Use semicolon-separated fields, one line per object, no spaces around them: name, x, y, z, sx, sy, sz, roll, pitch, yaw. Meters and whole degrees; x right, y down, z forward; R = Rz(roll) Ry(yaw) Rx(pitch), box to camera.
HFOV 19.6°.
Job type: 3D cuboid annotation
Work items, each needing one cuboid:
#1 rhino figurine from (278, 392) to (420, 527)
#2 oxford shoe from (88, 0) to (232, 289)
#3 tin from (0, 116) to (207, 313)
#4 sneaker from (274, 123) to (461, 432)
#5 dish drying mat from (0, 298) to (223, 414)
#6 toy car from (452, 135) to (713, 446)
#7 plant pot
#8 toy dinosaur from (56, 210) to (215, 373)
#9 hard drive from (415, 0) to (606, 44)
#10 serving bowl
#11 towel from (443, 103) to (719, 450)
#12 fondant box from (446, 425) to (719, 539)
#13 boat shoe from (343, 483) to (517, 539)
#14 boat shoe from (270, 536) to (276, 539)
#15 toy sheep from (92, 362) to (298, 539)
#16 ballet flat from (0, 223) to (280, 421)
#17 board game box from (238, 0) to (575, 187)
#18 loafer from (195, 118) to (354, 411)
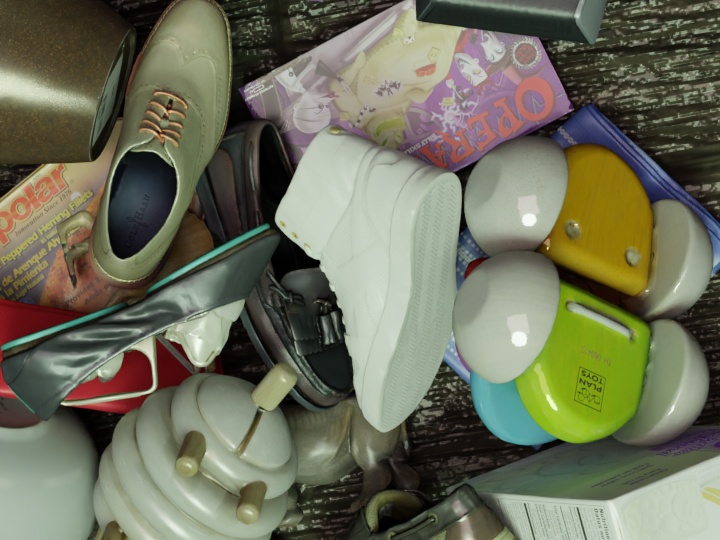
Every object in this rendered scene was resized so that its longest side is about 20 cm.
rhino figurine;-0.058;0.130;1.428;0.198;0.060;0.088;-6;75;8
oxford shoe;-0.123;-0.087;1.346;0.070;0.074;0.202;14;81;-7
tin;-0.192;-0.024;1.441;0.199;0.042;0.112;-37;95;9
sneaker;0.000;0.000;1.349;0.115;0.073;0.201;28;129;29
dish drying mat;-0.186;0.058;1.394;0.198;0.077;0.018;11;141;-22
toy car;0.123;0.024;1.327;0.174;0.150;0.202;24;57;-27
plant pot;-0.255;-0.145;1.363;0.198;0.187;0.188;19;99;1
toy dinosaur;-0.151;-0.021;1.401;0.100;0.058;0.202;-14;85;-9
hard drive;0.108;-0.256;1.357;0.134;0.042;0.202;8;86;6
serving bowl;-0.258;0.107;1.377;0.199;0.200;0.066;26;112;3
towel;0.138;0.005;1.410;0.145;0.024;0.200;44;100;1
fondant box;0.166;0.144;1.312;0.143;0.200;0.059;-18;96;-26
boat shoe;0.027;0.172;1.347;0.199;0.073;0.065;-19;95;51
boat shoe;-0.068;0.229;1.436;0.199;0.074;0.067;30;112;9
toy sheep;-0.104;0.134;1.339;0.138;0.138;0.200;47;112;0
ballet flat;-0.132;0.040;1.334;0.199;0.073;0.074;-25;93;-3
board game box;0.031;-0.117;1.408;0.199;0.032;0.121;-28;97;9
loafer;-0.050;-0.005;1.388;0.063;0.072;0.201;-28;84;37
